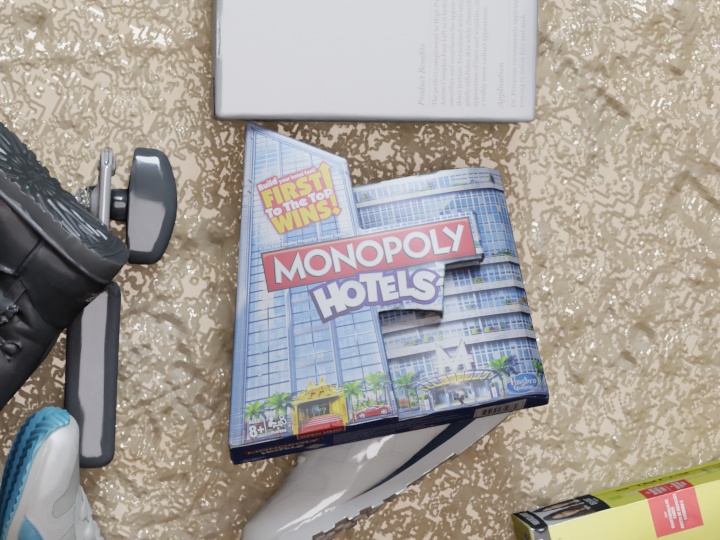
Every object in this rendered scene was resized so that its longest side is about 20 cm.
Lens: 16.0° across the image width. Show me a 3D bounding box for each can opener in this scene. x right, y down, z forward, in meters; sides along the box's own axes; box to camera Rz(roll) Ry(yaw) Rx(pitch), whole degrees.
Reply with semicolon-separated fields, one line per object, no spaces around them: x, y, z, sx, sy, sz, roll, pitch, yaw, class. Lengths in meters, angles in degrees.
-0.153;0.022;1.586;0.066;0.053;0.200;7;91;-6;can opener

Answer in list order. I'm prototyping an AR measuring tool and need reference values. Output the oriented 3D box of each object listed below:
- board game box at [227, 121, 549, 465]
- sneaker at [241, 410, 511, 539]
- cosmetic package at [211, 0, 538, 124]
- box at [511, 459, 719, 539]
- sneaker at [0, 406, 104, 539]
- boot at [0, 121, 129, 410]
0.000;0.000;1.569;0.200;0.062;0.200;-11;76;-3;board game box
0.001;0.109;1.604;0.200;0.076;0.081;-34;86;-11;sneaker
0.008;-0.141;1.591;0.200;0.074;0.102;2;91;-5;cosmetic package
0.201;0.156;1.622;0.200;0.075;0.050;-14;93;-5;box
-0.183;0.175;1.566;0.081;0.077;0.200;4;114;-9;sneaker
-0.260;0.014;1.560;0.165;0.066;0.200;45;108;10;boot
